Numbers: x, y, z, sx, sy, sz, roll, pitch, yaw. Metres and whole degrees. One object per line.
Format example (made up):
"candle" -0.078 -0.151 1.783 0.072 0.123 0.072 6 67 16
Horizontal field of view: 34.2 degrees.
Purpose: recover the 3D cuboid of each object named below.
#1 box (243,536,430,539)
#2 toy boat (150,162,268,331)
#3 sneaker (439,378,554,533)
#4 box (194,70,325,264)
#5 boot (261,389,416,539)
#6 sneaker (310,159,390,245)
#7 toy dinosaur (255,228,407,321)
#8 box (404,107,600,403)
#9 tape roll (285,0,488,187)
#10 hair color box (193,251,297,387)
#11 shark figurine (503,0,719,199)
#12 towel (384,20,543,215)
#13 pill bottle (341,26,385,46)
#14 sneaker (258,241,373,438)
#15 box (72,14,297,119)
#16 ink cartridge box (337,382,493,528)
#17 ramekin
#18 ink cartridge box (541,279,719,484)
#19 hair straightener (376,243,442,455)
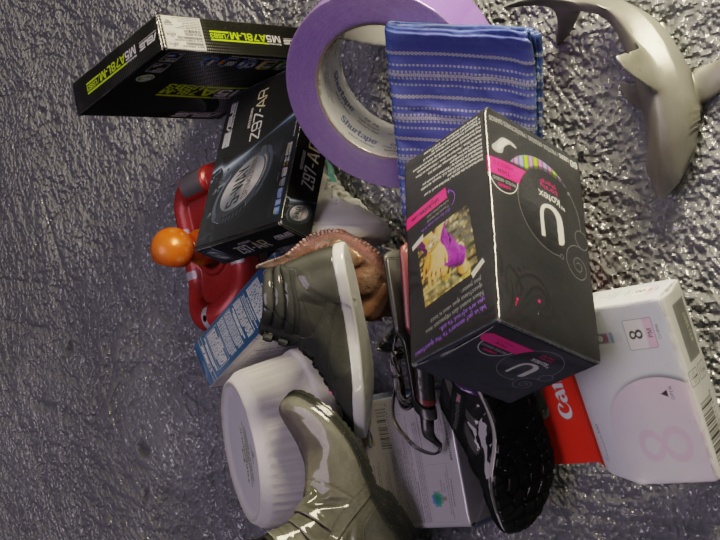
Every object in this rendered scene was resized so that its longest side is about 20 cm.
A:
"box" -0.046 0.316 1.263 0.199 0.160 0.050 -24 60 45
"toy boat" -0.192 -0.026 1.398 0.130 0.130 0.202 -19 81 47
"sneaker" 0.118 0.140 1.081 0.087 0.075 0.202 5 108 57
"box" -0.102 -0.118 1.294 0.159 0.043 0.202 -13 60 47
"boot" -0.046 0.224 1.128 0.201 0.130 0.068 53 151 5
"sneaker" -0.040 -0.080 1.278 0.199 0.075 0.089 17 95 45
"toy dinosaur" 0.000 0.000 1.187 0.136 0.199 0.086 -53 18 34
"box" 0.115 -0.011 0.975 0.106 0.122 0.202 -31 49 42
"tape roll" 0.031 -0.181 1.109 0.198 0.066 0.202 11 126 16
"hair color box" -0.098 0.055 1.330 0.200 0.099 0.061 -45 62 40
"shark figurine" 0.219 -0.180 0.967 0.128 0.089 0.215 -50 62 37
"towel" 0.095 -0.129 1.061 0.143 0.024 0.202 7 125 21
"pill bottle" 0.015 -0.329 1.148 0.110 0.110 0.202 27 114 42
"sneaker" -0.044 0.074 1.149 0.098 0.071 0.202 -8 109 9
"box" -0.193 -0.225 1.323 0.192 0.199 0.048 -25 75 45
"ink cartridge box" 0.054 0.190 1.200 0.199 0.076 0.138 -15 83 46
"ramekin" -0.089 0.191 1.293 0.202 0.093 0.205 171 90 -70
"ink cartridge box" 0.204 0.104 1.009 0.199 0.057 0.164 -13 102 38
"hair straightener" 0.050 0.078 1.128 0.077 0.041 0.202 -19 79 61
